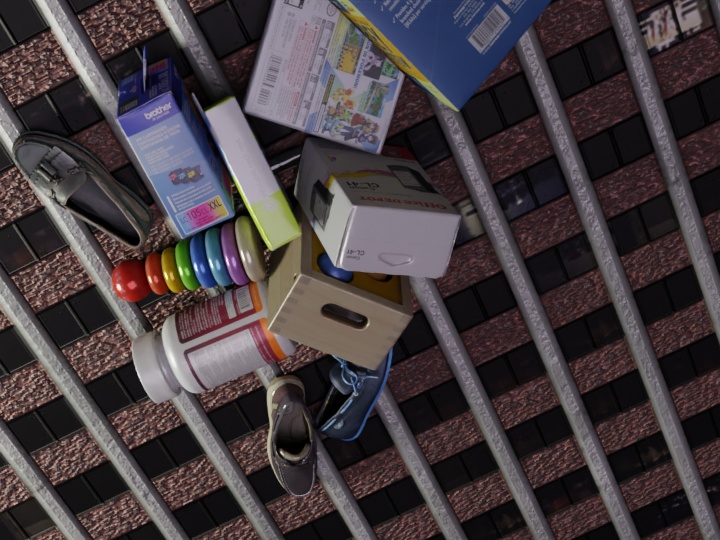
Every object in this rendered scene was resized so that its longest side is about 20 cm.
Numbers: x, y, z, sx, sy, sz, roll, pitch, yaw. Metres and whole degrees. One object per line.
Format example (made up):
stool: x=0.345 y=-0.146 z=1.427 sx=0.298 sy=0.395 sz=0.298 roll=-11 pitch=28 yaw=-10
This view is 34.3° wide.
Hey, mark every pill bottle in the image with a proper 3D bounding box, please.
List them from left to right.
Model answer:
pill bottle: x=-0.191 y=0.094 z=1.526 sx=0.197 sy=0.110 sz=0.111 roll=-22 pitch=119 yaw=4

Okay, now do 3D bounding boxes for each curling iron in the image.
curling iron: x=-0.111 y=-0.125 z=1.474 sx=0.198 sy=0.026 sz=0.050 roll=-31 pitch=143 yaw=2

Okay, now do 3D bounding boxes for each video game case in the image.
video game case: x=-0.030 y=-0.261 z=1.393 sx=0.179 sy=0.022 sz=0.203 roll=15 pitch=101 yaw=-16

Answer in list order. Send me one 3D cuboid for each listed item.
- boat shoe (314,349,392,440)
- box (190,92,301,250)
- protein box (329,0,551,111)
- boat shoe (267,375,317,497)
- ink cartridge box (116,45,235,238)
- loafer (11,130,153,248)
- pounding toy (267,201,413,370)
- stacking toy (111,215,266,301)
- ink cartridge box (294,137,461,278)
boat shoe: x=-0.010 y=0.155 z=1.600 sx=0.068 sy=0.084 sz=0.203 roll=6 pitch=115 yaw=-25
box: x=-0.138 y=-0.129 z=1.389 sx=0.047 sy=0.122 sz=0.202 roll=-26 pitch=101 yaw=-4
protein box: x=0.086 y=-0.330 z=1.312 sx=0.199 sy=0.135 sz=0.199 roll=39 pitch=93 yaw=-24
boat shoe: x=-0.096 y=0.246 z=1.646 sx=0.071 sy=0.065 sz=0.203 roll=-6 pitch=119 yaw=-7
ink cartridge box: x=-0.224 y=-0.159 z=1.373 sx=0.075 sy=0.137 sz=0.202 roll=-25 pitch=119 yaw=3
loafer: x=-0.338 y=-0.098 z=1.429 sx=0.199 sy=0.063 sz=0.072 roll=35 pitch=108 yaw=-23
pounding toy: x=0.000 y=0.000 z=1.481 sx=0.197 sy=0.186 sz=0.143 roll=21 pitch=125 yaw=-18
stacking toy: x=-0.224 y=-0.003 z=1.491 sx=0.196 sy=0.086 sz=0.086 roll=-16 pitch=119 yaw=4
ink cartridge box: x=0.016 y=-0.080 z=1.407 sx=0.145 sy=0.200 sz=0.087 roll=4 pitch=116 yaw=-23
